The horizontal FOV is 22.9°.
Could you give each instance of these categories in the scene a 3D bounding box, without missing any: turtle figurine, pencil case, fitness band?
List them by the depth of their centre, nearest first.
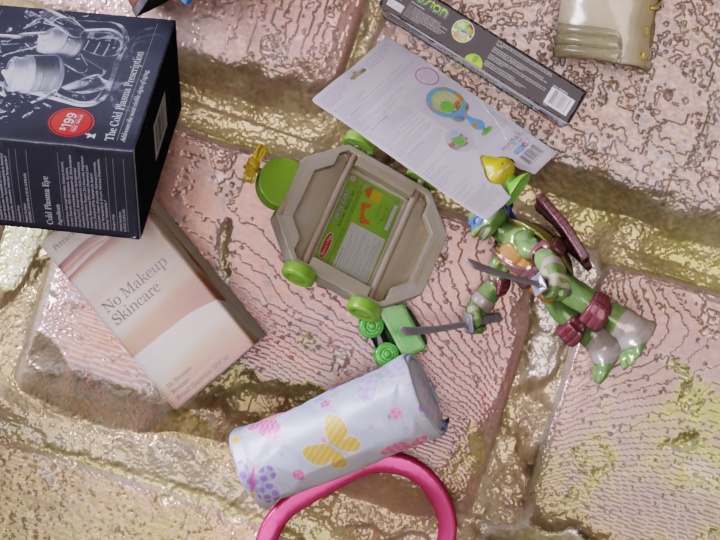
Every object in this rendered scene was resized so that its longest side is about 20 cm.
[{"bbox_3d":[0.154,0.040,1.611,0.194,0.200,0.144,36,124,-4],"label":"turtle figurine"},{"bbox_3d":[-0.022,0.148,1.647,0.200,0.091,0.083,-24,100,9],"label":"pencil case"},{"bbox_3d":[-0.005,0.257,1.687,0.200,0.037,0.144,-30,91,4],"label":"fitness band"}]

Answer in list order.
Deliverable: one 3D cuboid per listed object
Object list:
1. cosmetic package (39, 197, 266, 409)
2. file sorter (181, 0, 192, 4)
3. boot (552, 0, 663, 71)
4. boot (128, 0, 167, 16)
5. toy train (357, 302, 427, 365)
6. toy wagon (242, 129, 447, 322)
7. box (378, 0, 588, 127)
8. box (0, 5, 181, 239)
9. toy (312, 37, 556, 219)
[{"bbox_3d":[-0.191,0.019,1.660,0.103,0.087,0.200,-41,90,6],"label":"cosmetic package"},{"bbox_3d":[-0.125,-0.355,1.483,0.139,0.123,0.200,41,71,5],"label":"file sorter"},{"bbox_3d":[0.275,-0.259,1.622,0.199,0.073,0.156,2,93,5],"label":"boot"},{"bbox_3d":[-0.219,-0.330,1.583,0.068,0.188,0.200,-29,103,0],"label":"boot"},{"bbox_3d":[0.000,0.000,1.672,0.056,0.042,0.200,-28,91,-5],"label":"toy train"},{"bbox_3d":[-0.019,-0.052,1.635,0.200,0.040,0.155,28,70,-10],"label":"toy wagon"},{"bbox_3d":[0.110,-0.198,1.618,0.200,0.110,0.035,32,94,1],"label":"box"},{"bbox_3d":[-0.268,-0.136,1.593,0.182,0.200,0.104,4,132,4],"label":"box"},{"bbox_3d":[0.066,-0.121,1.630,0.200,0.047,0.115,34,54,19],"label":"toy"}]
